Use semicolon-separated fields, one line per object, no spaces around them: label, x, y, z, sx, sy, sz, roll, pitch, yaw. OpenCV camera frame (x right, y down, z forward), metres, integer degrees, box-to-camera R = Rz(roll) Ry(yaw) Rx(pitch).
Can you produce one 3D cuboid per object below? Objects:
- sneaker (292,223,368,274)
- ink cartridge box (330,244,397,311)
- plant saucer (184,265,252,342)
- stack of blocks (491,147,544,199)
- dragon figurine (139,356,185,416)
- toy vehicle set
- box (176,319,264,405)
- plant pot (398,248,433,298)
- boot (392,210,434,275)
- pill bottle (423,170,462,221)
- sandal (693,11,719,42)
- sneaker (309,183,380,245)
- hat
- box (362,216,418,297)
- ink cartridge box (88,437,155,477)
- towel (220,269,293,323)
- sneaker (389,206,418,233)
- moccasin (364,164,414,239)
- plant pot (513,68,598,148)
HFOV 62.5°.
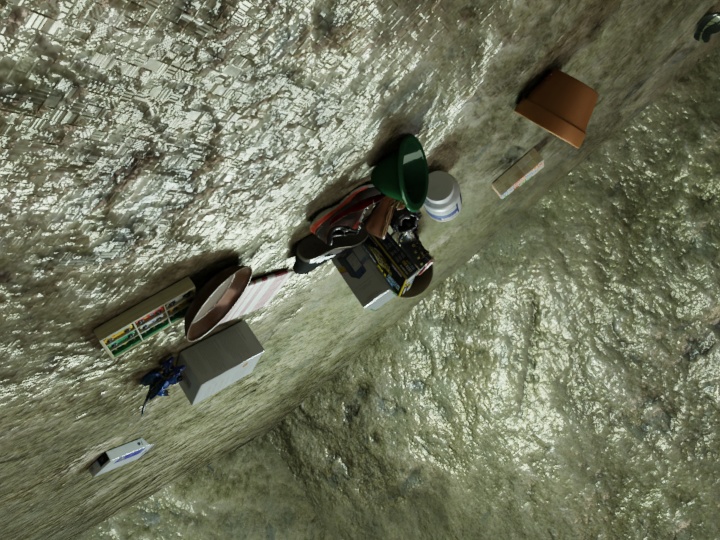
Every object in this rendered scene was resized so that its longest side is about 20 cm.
sneaker;-0.079;-0.059;1.466;0.198;0.075;0.106;-21;165;-26
ink cartridge box;0.000;0.000;1.570;0.087;0.201;0.145;-35;168;6
plant saucer;-0.306;0.061;1.250;0.201;0.037;0.200;-52;174;-7
stack of blocks;0.588;-0.356;2.215;0.200;0.059;0.115;-40;167;11
dragon figurine;-0.512;0.287;1.496;0.199;0.059;0.099;-40;167;6
toy vehicle set;-0.416;0.095;1.173;0.199;0.027;0.124;-33;166;-21
box;-0.382;0.247;1.598;0.199;0.107;0.153;-27;163;-37
plant pot;0.170;-0.020;2.049;0.187;0.188;0.200;-41;180;17
boot;0.172;-0.085;1.834;0.073;0.151;0.200;-28;164;-32
pill bottle;0.222;-0.208;1.642;0.111;0.111;0.200;-38;167;5
sandal;1.296;-0.912;2.201;0.058;0.079;0.201;-56;171;6
sneaker;-0.020;-0.121;1.359;0.199;0.082;0.077;-36;167;-19
hat;0.039;-0.206;1.327;0.174;0.168;0.200;-2;-164;27
box;0.071;-0.039;1.621;0.049;0.201;0.160;-35;167;-12
ink cartridge box;-0.766;0.597;1.915;0.099;0.039;0.200;-42;165;16
towel;-0.266;0.060;1.467;0.144;0.023;0.199;-49;165;32
sneaker;0.101;-0.140;1.554;0.076;0.112;0.200;-37;167;1
moccasin;0.081;-0.167;1.416;0.203;0.077;0.074;-62;176;17
plant pot;0.525;-0.431;1.556;0.199;0.199;0.141;-12;136;-61
